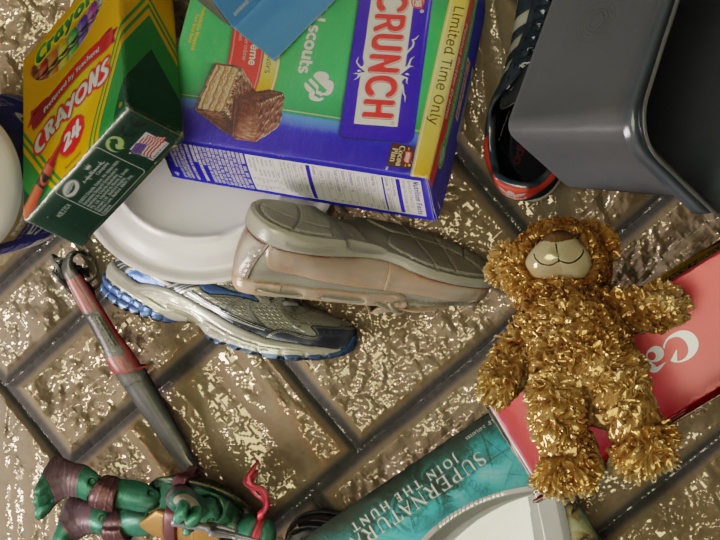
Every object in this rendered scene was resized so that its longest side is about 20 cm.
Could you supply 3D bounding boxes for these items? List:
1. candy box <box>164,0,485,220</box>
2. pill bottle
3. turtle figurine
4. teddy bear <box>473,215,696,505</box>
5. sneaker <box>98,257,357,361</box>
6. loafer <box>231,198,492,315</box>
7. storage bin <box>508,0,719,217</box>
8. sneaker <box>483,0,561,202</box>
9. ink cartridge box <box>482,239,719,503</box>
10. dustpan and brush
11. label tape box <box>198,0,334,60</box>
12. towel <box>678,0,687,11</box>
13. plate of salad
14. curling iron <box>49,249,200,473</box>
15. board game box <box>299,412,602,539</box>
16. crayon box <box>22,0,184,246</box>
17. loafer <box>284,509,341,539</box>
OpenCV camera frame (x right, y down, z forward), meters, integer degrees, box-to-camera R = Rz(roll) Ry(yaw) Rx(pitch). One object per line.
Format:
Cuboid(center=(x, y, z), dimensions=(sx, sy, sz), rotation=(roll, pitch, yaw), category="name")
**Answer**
Cuboid(center=(-0.026, -0.139, 1.392), dimensions=(0.199, 0.077, 0.170), rotation=(9, 71, 10), category="candy box")
Cuboid(center=(-0.287, -0.065, 1.428), dimensions=(0.119, 0.200, 0.120), rotation=(2, 97, 13), category="pill bottle")
Cuboid(center=(-0.138, 0.196, 1.477), dimensions=(0.199, 0.101, 0.150), rotation=(12, 130, 16), category="turtle figurine")
Cuboid(center=(0.139, 0.051, 1.267), dimensions=(0.144, 0.067, 0.201), rotation=(-4, 68, 27), category="teddy bear")
Cuboid(center=(-0.093, 0.010, 1.458), dimensions=(0.199, 0.077, 0.086), rotation=(18, 96, 10), category="sneaker")
Cuboid(center=(0.000, 0.000, 1.403), dimensions=(0.199, 0.072, 0.063), rotation=(13, 114, -29), category="loafer")
Cuboid(center=(0.195, -0.137, 1.310), dimensions=(0.134, 0.145, 0.201), rotation=(2, 64, 46), category="storage bin")
Cuboid(center=(0.132, -0.144, 1.380), dimensions=(0.075, 0.084, 0.201), rotation=(11, 98, 12), category="sneaker")
Cuboid(center=(0.190, 0.062, 1.344), dimensions=(0.200, 0.176, 0.084), rotation=(-33, 87, 14), category="ink cartridge box")
Cuboid(center=(0.054, 0.232, 1.375), dimensions=(0.199, 0.057, 0.140), rotation=(-11, 78, 4), category="dustpan and brush")
Cuboid(center=(-0.086, -0.263, 1.377), dimensions=(0.200, 0.063, 0.144), rotation=(40, 78, 23), category="label tape box")
Cuboid(center=(0.268, -0.112, 1.350), dimensions=(0.200, 0.022, 0.147), rotation=(39, 103, 28), category="towel")
Cuboid(center=(-0.110, -0.080, 1.446), dimensions=(0.199, 0.048, 0.201), rotation=(-2, 68, 6), category="plate of salad")
Cuboid(center=(-0.173, 0.069, 1.501), dimensions=(0.025, 0.050, 0.201), rotation=(-30, 94, 15), category="curling iron")
Cuboid(center=(0.061, 0.205, 1.426), dimensions=(0.200, 0.028, 0.136), rotation=(-34, 75, -1), category="board game box")
Cuboid(center=(-0.184, -0.132, 1.395), dimensions=(0.051, 0.201, 0.127), rotation=(26, 126, -31), category="crayon box")
Cuboid(center=(0.028, 0.242, 1.460), dimensions=(0.199, 0.063, 0.072), rotation=(31, 103, 8), category="loafer")
